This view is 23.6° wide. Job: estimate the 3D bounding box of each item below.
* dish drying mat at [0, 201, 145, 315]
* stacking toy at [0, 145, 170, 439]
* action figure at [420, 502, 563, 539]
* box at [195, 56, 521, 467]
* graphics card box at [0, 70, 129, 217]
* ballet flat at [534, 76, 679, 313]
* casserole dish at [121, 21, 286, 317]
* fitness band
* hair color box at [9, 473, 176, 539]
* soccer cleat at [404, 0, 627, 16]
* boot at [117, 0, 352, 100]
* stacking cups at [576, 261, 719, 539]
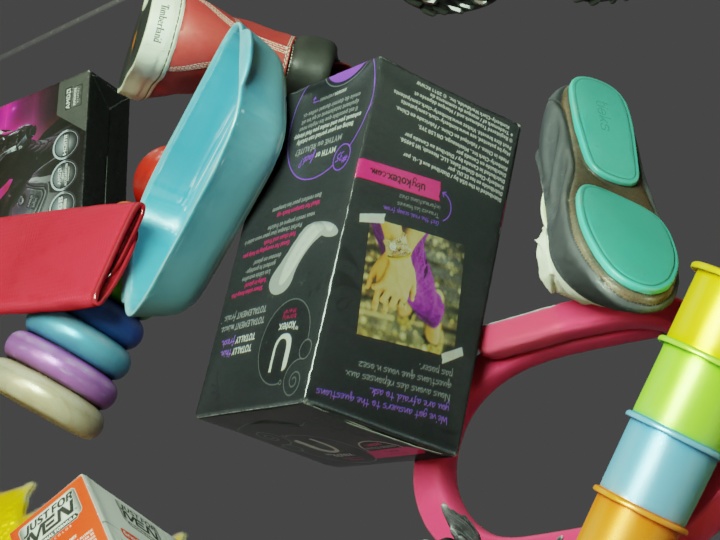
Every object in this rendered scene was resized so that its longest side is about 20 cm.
[{"bbox_3d":[-0.217,-0.004,1.122,0.199,0.018,0.077,-4,54,43],"label":"dish drying mat"},{"bbox_3d":[-0.162,0.005,1.127,0.085,0.085,0.201,19,75,40],"label":"stacking toy"},{"bbox_3d":[0.018,0.198,0.875,0.200,0.119,0.102,-26,11,29],"label":"action figure"},{"bbox_3d":[0.000,0.000,0.969,0.122,0.106,0.201,-14,58,56],"label":"box"},{"bbox_3d":[-0.257,-0.053,1.239,0.199,0.051,0.126,-16,59,28],"label":"graphics card box"},{"bbox_3d":[0.124,-0.025,0.914,0.073,0.073,0.200,-30,32,20],"label":"ballet flat"},{"bbox_3d":[-0.091,-0.054,1.027,0.200,0.039,0.121,-56,23,35],"label":"casserole dish"},{"bbox_3d":[0.117,0.089,0.911,0.199,0.037,0.144,-16,62,30],"label":"fitness band"},{"bbox_3d":[-0.118,0.217,0.957,0.061,0.102,0.200,-39,44,6],"label":"hair color box"},{"bbox_3d":[0.108,-0.203,1.041,0.199,0.068,0.073,0,64,38],"label":"soccer cleat"},{"bbox_3d":[-0.083,-0.135,1.145,0.200,0.144,0.073,-163,88,-77],"label":"boot"},{"bbox_3d":[0.147,0.098,0.834,0.060,0.060,0.201,25,91,41],"label":"stacking cups"}]
